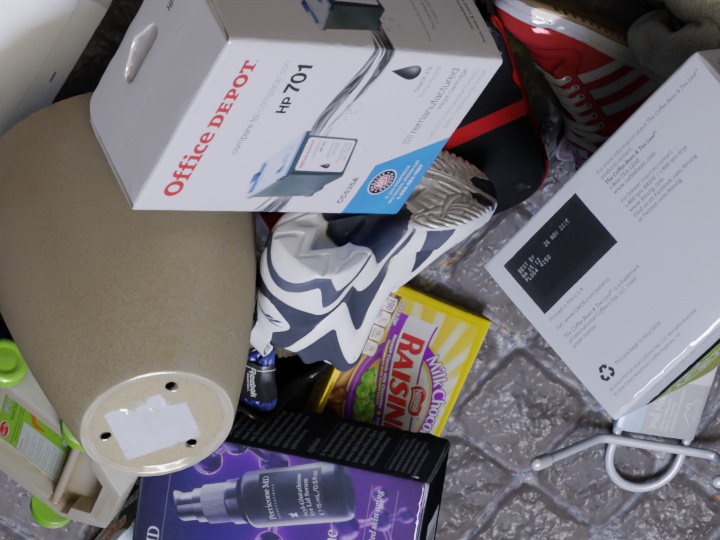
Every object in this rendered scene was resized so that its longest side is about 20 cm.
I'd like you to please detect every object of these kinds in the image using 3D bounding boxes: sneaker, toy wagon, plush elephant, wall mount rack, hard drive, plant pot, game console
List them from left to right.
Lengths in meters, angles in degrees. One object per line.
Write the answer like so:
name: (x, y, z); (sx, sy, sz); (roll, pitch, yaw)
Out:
hard drive: (-0.279, -0.170, 1.423); (0.200, 0.026, 0.132); (27, 106, -23)
toy wagon: (-0.241, 0.096, 1.498); (0.200, 0.155, 0.040); (38, 58, 4)
plant pot: (-0.141, 0.024, 1.368); (0.187, 0.200, 0.188); (-9, 137, -9)
sneaker: (-0.103, 0.049, 1.513); (0.199, 0.115, 0.081); (-2, 114, -12)
sneaker: (0.000, 0.000, 1.458); (0.079, 0.199, 0.130); (42, 134, 14)
game console: (0.023, -0.078, 1.495); (0.200, 0.031, 0.177); (-25, 137, 1)
sneaker: (0.149, -0.117, 1.504); (0.200, 0.071, 0.113); (21, 108, -35)
wall mount rack: (0.213, 0.087, 1.623); (0.173, 0.075, 0.201); (8, 111, -16)
plush elephant: (0.239, -0.205, 1.449); (0.199, 0.155, 0.165); (2, 114, -14)

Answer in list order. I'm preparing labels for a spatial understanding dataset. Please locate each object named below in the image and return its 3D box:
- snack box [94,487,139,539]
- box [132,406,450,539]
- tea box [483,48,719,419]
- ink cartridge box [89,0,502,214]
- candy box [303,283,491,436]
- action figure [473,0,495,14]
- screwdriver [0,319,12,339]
snack box: (-0.123, 0.202, 1.622); (0.116, 0.037, 0.200); (35, 102, -24)
box: (-0.050, 0.178, 1.512); (0.199, 0.104, 0.148); (10, 104, 9)
tea box: (0.220, -0.030, 1.409); (0.134, 0.197, 0.200); (50, 117, 12)
ink cartridge box: (-0.040, -0.110, 1.322); (0.200, 0.086, 0.147); (-2, 141, -37)
candy box: (0.010, 0.108, 1.591); (0.102, 0.026, 0.200); (22, 95, -25)
action figure: (0.020, -0.178, 1.464); (0.199, 0.069, 0.130); (-19, 112, -7)
screwdriver: (-0.258, 0.012, 1.472); (0.028, 0.029, 0.200); (-23, 139, -12)
